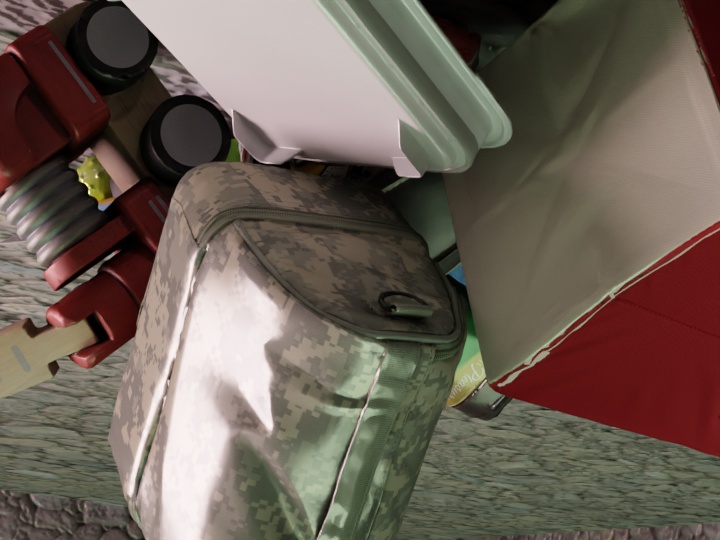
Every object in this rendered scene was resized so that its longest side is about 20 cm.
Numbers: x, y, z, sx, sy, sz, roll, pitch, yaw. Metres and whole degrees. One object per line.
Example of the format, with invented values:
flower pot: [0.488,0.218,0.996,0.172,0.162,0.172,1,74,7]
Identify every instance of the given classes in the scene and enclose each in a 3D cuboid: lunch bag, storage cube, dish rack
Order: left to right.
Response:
dish rack: [-0.040,-0.106,0.715,0.171,0.044,0.200,10,152,45]
lunch bag: [-0.032,0.070,0.768,0.138,0.202,0.168,9,-156,-25]
storage cube: [0.163,-0.035,0.778,0.179,0.202,0.171,17,138,-37]

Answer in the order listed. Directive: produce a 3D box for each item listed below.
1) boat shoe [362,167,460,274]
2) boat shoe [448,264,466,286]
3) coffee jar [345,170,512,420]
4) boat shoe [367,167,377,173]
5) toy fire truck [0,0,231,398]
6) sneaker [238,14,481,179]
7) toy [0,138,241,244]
boat shoe: [0.000,0.000,0.880,0.199,0.073,0.075,-37,100,29]
boat shoe: [0.139,0.004,0.933,0.199,0.069,0.084,35,113,-9]
coffee jar: [0.032,0.013,0.992,0.199,0.086,0.104,30,128,-14]
boat shoe: [0.058,-0.047,1.043,0.198,0.073,0.076,0,167,-15]
toy fire truck: [-0.170,-0.019,0.846,0.200,0.177,0.129,-39,-176,-26]
sneaker: [-0.002,-0.090,0.872,0.077,0.083,0.199,12,161,-31]
toy: [-0.144,-0.062,1.021,0.199,0.048,0.115,-3,-163,44]
